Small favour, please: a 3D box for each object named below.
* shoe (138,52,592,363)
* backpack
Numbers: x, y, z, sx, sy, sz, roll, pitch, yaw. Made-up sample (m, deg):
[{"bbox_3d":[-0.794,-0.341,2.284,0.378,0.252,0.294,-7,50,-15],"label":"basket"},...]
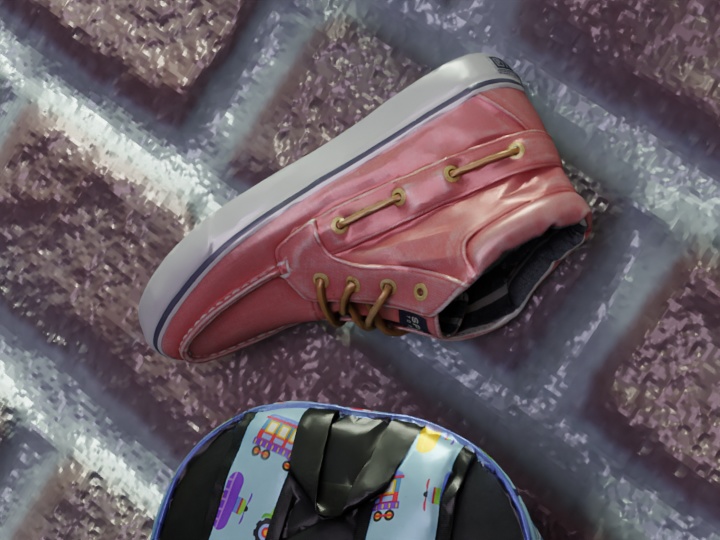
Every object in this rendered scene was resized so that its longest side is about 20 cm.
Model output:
[{"bbox_3d":[0.000,0.000,0.871,0.200,0.071,0.091,-35,63,11],"label":"shoe"},{"bbox_3d":[0.000,0.157,0.811,0.182,0.134,0.201,6,84,26],"label":"backpack"}]
